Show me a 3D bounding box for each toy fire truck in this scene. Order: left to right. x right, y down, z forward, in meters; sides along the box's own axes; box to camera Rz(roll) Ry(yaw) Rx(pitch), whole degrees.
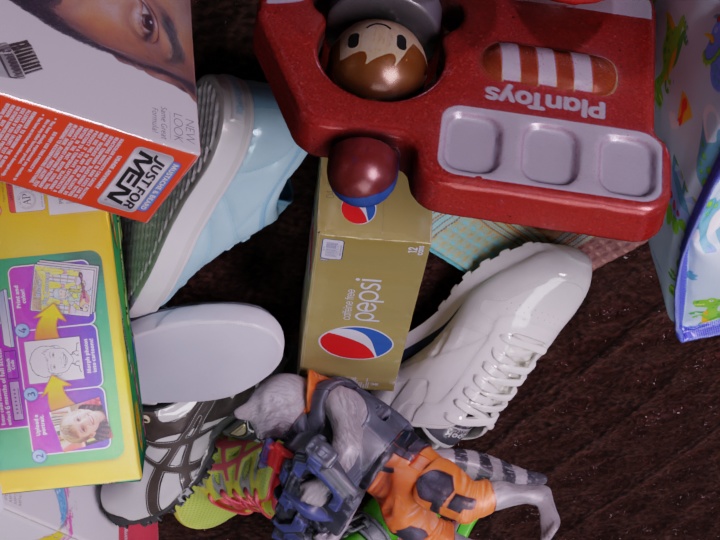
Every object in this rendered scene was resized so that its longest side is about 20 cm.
[{"bbox_3d":[0.047,-0.096,0.786,0.199,0.169,0.112,8,142,-2],"label":"toy fire truck"}]

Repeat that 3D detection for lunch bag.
[{"bbox_3d":[0.197,-0.092,0.831,0.127,0.171,0.200,-10,142,4],"label":"lunch bag"}]

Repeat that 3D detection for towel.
[{"bbox_3d":[0.096,-0.047,0.999,0.146,0.022,0.200,-30,138,29],"label":"towel"}]

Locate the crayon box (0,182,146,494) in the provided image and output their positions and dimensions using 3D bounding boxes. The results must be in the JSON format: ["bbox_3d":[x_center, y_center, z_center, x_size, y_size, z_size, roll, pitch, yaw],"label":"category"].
[{"bbox_3d":[-0.188,0.021,0.915,0.118,0.058,0.201,-5,105,-3],"label":"crayon box"}]

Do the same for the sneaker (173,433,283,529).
[{"bbox_3d":[-0.067,0.142,1.165,0.078,0.091,0.200,23,134,-35],"label":"sneaker"}]

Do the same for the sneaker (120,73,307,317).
[{"bbox_3d":[-0.082,-0.032,0.945,0.082,0.074,0.200,6,148,-28],"label":"sneaker"}]

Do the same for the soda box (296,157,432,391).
[{"bbox_3d":[0.000,0.000,0.975,0.064,0.068,0.200,5,152,-4],"label":"soda box"}]

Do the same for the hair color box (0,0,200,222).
[{"bbox_3d":[-0.179,-0.106,0.792,0.199,0.111,0.064,17,138,-30],"label":"hair color box"}]

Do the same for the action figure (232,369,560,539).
[{"bbox_3d":[0.009,0.127,1.035,0.193,0.105,0.200,32,157,-5],"label":"action figure"}]

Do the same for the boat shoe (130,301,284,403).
[{"bbox_3d":[-0.138,0.047,1.031,0.199,0.057,0.069,-14,131,20],"label":"boat shoe"}]

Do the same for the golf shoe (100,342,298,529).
[{"bbox_3d":[-0.129,0.097,1.118,0.094,0.078,0.200,31,123,-27],"label":"golf shoe"}]

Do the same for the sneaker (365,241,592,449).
[{"bbox_3d":[0.078,0.059,1.059,0.076,0.081,0.200,22,130,-31],"label":"sneaker"}]

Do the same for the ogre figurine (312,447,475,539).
[{"bbox_3d":[0.025,0.177,1.201,0.120,0.098,0.200,-44,152,-5],"label":"ogre figurine"}]

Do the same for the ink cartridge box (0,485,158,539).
[{"bbox_3d":[-0.262,0.176,1.179,0.147,0.086,0.200,-27,138,25],"label":"ink cartridge box"}]

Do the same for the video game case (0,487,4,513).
[{"bbox_3d":[-0.271,0.024,0.840,0.181,0.023,0.201,12,123,27],"label":"video game case"}]
